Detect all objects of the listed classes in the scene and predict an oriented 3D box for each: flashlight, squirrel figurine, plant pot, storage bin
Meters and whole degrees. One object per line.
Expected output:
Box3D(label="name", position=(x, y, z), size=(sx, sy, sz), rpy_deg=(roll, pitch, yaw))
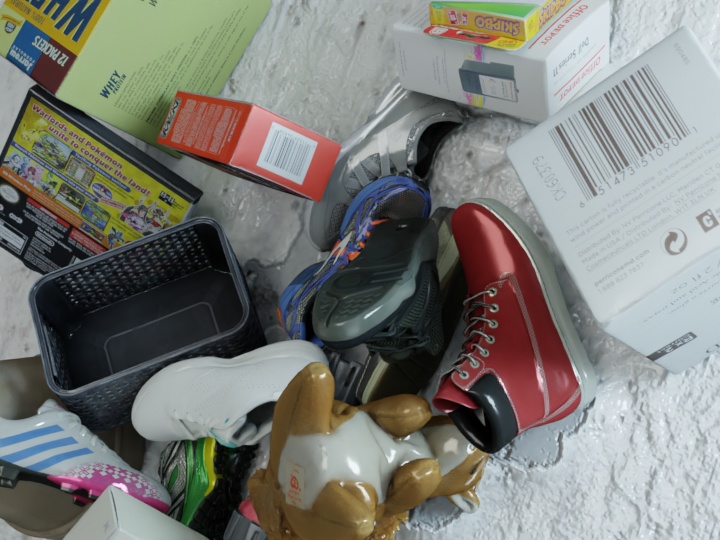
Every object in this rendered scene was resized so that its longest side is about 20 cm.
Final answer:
Box3D(label="flashlight", position=(-0.056, 0.171, 1.160), size=(0.067, 0.068, 0.201), rpy_deg=(24, 86, 13))
Box3D(label="squirrel figurine", position=(0.013, 0.173, 1.068), size=(0.200, 0.186, 0.142), rpy_deg=(-49, 56, 43))
Box3D(label="plant pot", position=(-0.348, 0.167, 1.262), size=(0.199, 0.173, 0.202), rpy_deg=(-8, 73, 29))
Box3D(label="storage bin", position=(-0.202, 0.053, 1.207), size=(0.199, 0.094, 0.136), rpy_deg=(-21, 60, -2))

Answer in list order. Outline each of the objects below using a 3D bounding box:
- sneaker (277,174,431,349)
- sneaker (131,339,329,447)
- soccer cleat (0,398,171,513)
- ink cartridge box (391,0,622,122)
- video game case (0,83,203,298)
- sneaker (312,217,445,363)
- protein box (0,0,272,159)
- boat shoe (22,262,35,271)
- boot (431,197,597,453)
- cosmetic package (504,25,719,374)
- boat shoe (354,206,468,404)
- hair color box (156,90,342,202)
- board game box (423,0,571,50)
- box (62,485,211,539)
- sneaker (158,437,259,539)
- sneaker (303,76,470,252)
Box3D(label="sneaker", position=(0.000, 0.000, 1.147), size=(0.201, 0.075, 0.079), rpy_deg=(-54, 21, 18))
Box3D(label="sneaker", position=(-0.124, 0.126, 1.117), size=(0.199, 0.075, 0.089), rpy_deg=(-19, 40, 20))
Box3D(label="soccer cleat", position=(-0.262, 0.166, 1.146), size=(0.070, 0.198, 0.087), rpy_deg=(133, 153, -62))
Box3D(label="ink cartridge box", position=(0.142, -0.195, 1.101), size=(0.199, 0.068, 0.117), rpy_deg=(19, 46, 31))
Box3D(label="video game case", position=(-0.282, -0.062, 1.278), size=(0.199, 0.026, 0.181), rpy_deg=(34, 119, 0))
Box3D(label="sneaker", position=(0.023, 0.039, 1.008), size=(0.076, 0.200, 0.115), rpy_deg=(-5, 109, 19))
Box3D(label="protein box", position=(-0.235, -0.256, 1.287), size=(0.135, 0.200, 0.199), rpy_deg=(35, 96, 31))
Box3D(label="boat shoe", position=(-0.298, -0.059, 1.351), size=(0.199, 0.069, 0.085), rpy_deg=(-28, 65, 22))
Box3D(label="boot", position=(0.098, 0.042, 1.026), size=(0.072, 0.144, 0.201), rpy_deg=(-37, 75, 53))
Box3D(label="cosmetic package", position=(0.243, -0.044, 0.958), size=(0.164, 0.200, 0.166), rpy_deg=(-34, 62, 18))
Box3D(label="boat shoe", position=(0.049, 0.035, 1.131), size=(0.066, 0.072, 0.202), rpy_deg=(28, 87, 37))
Box3D(label="hair color box", position=(-0.110, -0.121, 1.194), size=(0.200, 0.101, 0.062), rpy_deg=(23, 91, 61))
Box3D(label="board game box", position=(0.142, -0.251, 1.098), size=(0.095, 0.030, 0.200), rpy_deg=(17, 46, 31))
Box3D(label="box", position=(-0.164, 0.277, 1.109), size=(0.082, 0.200, 0.068), rpy_deg=(-47, 29, 9))
Box3D(label="sneaker", position=(-0.158, 0.216, 1.206), size=(0.085, 0.078, 0.202), rpy_deg=(2, 69, 37))
Box3D(label="sneaker", position=(0.021, -0.094, 1.173), size=(0.082, 0.075, 0.201), rpy_deg=(41, 102, 26))
